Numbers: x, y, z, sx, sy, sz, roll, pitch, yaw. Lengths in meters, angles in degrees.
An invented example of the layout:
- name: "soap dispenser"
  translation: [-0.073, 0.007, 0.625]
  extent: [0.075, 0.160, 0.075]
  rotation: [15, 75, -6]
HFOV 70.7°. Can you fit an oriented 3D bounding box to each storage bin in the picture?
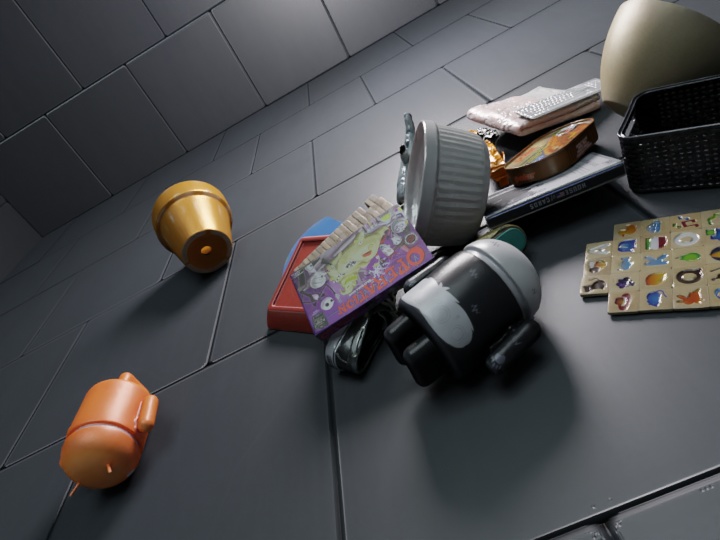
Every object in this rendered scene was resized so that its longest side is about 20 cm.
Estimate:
- name: "storage bin"
  translation: [0.472, -0.189, 0.685]
  extent: [0.199, 0.094, 0.136]
  rotation: [2, 44, 43]

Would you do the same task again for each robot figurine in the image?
- name: "robot figurine"
  translation: [0.214, -0.212, 0.991]
  extent: [0.144, 0.058, 0.201]
  rotation: [-24, 32, 13]
- name: "robot figurine"
  translation: [-0.401, 0.258, 0.812]
  extent: [0.142, 0.118, 0.201]
  rotation: [7, 28, -13]
- name: "robot figurine"
  translation: [0.127, 0.051, 0.625]
  extent: [0.199, 0.151, 0.125]
  rotation: [-38, -6, -9]

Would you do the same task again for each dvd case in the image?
- name: "dvd case"
  translation: [0.286, -0.128, 0.791]
  extent: [0.198, 0.025, 0.150]
  rotation: [-21, 13, 16]

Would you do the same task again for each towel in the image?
- name: "towel"
  translation: [0.342, -0.327, 1.026]
  extent: [0.189, 0.033, 0.200]
  rotation: [-21, 28, -9]

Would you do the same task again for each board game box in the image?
- name: "board game box"
  translation: [-0.066, -0.018, 0.978]
  extent: [0.199, 0.039, 0.159]
  rotation: [25, 76, 50]
- name: "board game box"
  translation: [0.000, 0.000, 0.740]
  extent: [0.199, 0.032, 0.121]
  rotation: [-34, 57, 5]

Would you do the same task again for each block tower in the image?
- name: "block tower"
  translation: [-0.019, -0.036, 0.823]
  extent: [0.200, 0.054, 0.058]
  rotation: [-45, 47, -5]

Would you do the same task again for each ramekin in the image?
- name: "ramekin"
  translation: [0.135, -0.132, 0.816]
  extent: [0.104, 0.202, 0.201]
  rotation: [6, 35, -2]

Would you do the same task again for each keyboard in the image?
- name: "keyboard"
  translation: [0.386, -0.324, 0.957]
  extent: [0.198, 0.011, 0.056]
  rotation: [-25, 32, -13]

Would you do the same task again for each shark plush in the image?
- name: "shark plush"
  translation: [0.106, -0.224, 1.016]
  extent: [0.090, 0.083, 0.202]
  rotation: [4, 79, 36]

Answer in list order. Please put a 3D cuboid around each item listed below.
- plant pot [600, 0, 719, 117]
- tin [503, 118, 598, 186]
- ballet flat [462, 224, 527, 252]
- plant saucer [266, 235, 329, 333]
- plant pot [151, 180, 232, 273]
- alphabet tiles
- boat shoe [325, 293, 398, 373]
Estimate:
- name: "plant pot"
  translation: [0.466, -0.312, 0.808]
  extent: [0.135, 0.199, 0.201]
  rotation: [-62, 26, 16]
- name: "tin"
  translation: [0.321, -0.199, 0.854]
  extent: [0.200, 0.042, 0.111]
  rotation: [-38, 22, -33]
- name: "ballet flat"
  translation: [0.152, 0.003, 0.737]
  extent: [0.199, 0.071, 0.071]
  rotation: [-36, 30, -6]
- name: "plant saucer"
  translation: [-0.075, 0.012, 0.900]
  extent: [0.199, 0.037, 0.201]
  rotation: [0, 58, 41]
- name: "plant pot"
  translation: [-0.408, -0.096, 1.283]
  extent: [0.199, 0.201, 0.183]
  rotation: [-34, 45, -5]
- name: "alphabet tiles"
  translation: [0.371, -0.012, 0.605]
  extent: [0.198, 0.006, 0.167]
  rotation: [-8, 38, 35]
- name: "boat shoe"
  translation: [0.024, 0.062, 0.752]
  extent: [0.068, 0.074, 0.200]
  rotation: [8, 50, 39]
